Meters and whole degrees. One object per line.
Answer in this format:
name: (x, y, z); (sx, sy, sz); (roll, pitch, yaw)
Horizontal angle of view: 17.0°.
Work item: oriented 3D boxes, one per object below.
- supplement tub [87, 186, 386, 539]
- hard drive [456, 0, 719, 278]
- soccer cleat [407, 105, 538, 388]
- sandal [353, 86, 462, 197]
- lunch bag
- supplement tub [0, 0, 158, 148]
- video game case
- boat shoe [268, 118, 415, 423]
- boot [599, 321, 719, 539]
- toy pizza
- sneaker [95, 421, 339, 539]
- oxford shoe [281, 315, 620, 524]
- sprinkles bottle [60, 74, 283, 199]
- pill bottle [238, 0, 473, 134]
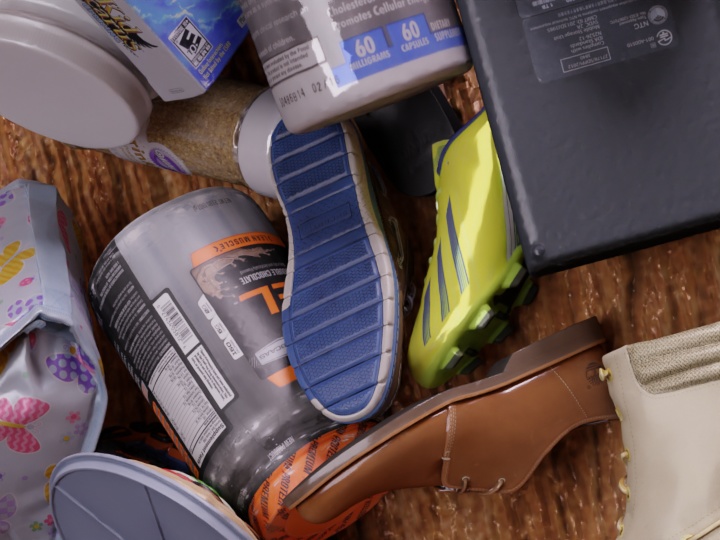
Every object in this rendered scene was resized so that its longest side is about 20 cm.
supplement tub: (-0.066, 0.059, 1.426); (0.123, 0.122, 0.200); (-49, 62, 27)
hard drive: (0.133, -0.109, 1.288); (0.139, 0.033, 0.201); (-15, 78, 6)
soccer cleat: (0.068, -0.031, 1.352); (0.084, 0.065, 0.201); (28, 101, 18)
sandal: (-0.004, -0.131, 1.428); (0.075, 0.045, 0.200); (-46, 63, 30)
lunch bag: (-0.227, 0.060, 1.503); (0.170, 0.127, 0.200); (-109, 36, -53)
supplement tub: (-0.154, -0.190, 1.448); (0.140, 0.140, 0.200); (3, 63, 39)
video game case: (-0.106, -0.231, 1.371); (0.045, 0.181, 0.200); (-7, 44, 50)
boat shoe: (0.000, 0.000, 1.374); (0.072, 0.072, 0.201); (-20, 60, 25)
boot: (0.151, 0.122, 1.283); (0.200, 0.073, 0.156); (-27, 73, 33)
toy pizza: (-0.099, 0.175, 1.420); (0.200, 0.032, 0.200); (28, 147, 20)
sneaker: (-0.089, 0.160, 1.485); (0.200, 0.075, 0.079); (25, 121, 38)
oxford shoe: (0.054, 0.098, 1.313); (0.200, 0.071, 0.071); (-25, 88, -3)
sprinkles bottle: (-0.106, -0.093, 1.495); (0.200, 0.068, 0.068); (15, 98, 38)
pill bottle: (-0.021, -0.187, 1.329); (0.114, 0.114, 0.201); (-19, 91, 37)
